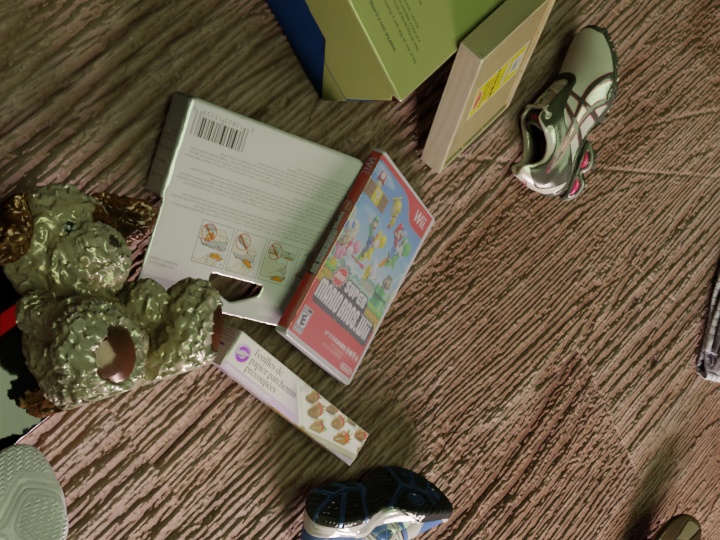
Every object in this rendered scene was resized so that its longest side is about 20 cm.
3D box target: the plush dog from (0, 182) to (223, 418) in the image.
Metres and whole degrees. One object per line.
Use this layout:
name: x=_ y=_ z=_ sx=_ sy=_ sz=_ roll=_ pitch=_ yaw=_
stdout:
plush dog: x=-0.221 y=0.015 z=0.805 sx=0.199 sy=0.158 sz=0.175 roll=-12 pitch=85 yaw=-66

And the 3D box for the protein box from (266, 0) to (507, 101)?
protein box: x=0.020 y=-0.296 z=0.937 sx=0.200 sy=0.134 sz=0.200 roll=-44 pitch=120 yaw=-21

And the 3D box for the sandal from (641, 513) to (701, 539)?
sandal: x=0.388 y=0.412 z=1.399 sx=0.081 sy=0.055 sz=0.202 roll=32 pitch=93 yaw=-30

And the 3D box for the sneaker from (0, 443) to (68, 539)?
sneaker: x=-0.278 y=0.248 z=0.843 sx=0.074 sy=0.114 sz=0.204 roll=-5 pitch=80 yaw=-20

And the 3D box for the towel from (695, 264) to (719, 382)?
towel: x=0.567 y=0.071 z=1.445 sx=0.164 sy=0.085 sz=0.204 roll=15 pitch=89 yaw=-37

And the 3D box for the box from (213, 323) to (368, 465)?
box: x=-0.070 y=0.125 z=1.007 sx=0.200 sy=0.041 sz=0.039 roll=44 pitch=73 yaw=-34

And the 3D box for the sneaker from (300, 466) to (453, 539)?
sneaker: x=0.014 y=0.264 z=1.087 sx=0.197 sy=0.076 sz=0.078 roll=3 pitch=119 yaw=-37

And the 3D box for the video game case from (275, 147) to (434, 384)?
video game case: x=0.000 y=0.000 z=1.020 sx=0.202 sy=0.017 sz=0.143 roll=-62 pitch=146 yaw=-12

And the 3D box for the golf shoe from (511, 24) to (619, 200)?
golf shoe: x=0.233 y=-0.184 z=1.157 sx=0.087 sy=0.077 sz=0.204 roll=13 pitch=90 yaw=-30

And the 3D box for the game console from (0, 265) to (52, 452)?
game console: x=-0.323 y=0.071 z=0.819 sx=0.199 sy=0.031 sz=0.179 roll=-40 pitch=115 yaw=-25

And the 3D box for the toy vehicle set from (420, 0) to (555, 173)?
toy vehicle set: x=0.126 y=-0.192 z=1.018 sx=0.026 sy=0.201 sz=0.124 roll=41 pitch=66 yaw=12

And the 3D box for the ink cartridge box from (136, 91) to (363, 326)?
ink cartridge box: x=-0.106 y=-0.048 z=0.947 sx=0.198 sy=0.043 sz=0.177 roll=16 pitch=95 yaw=-38
